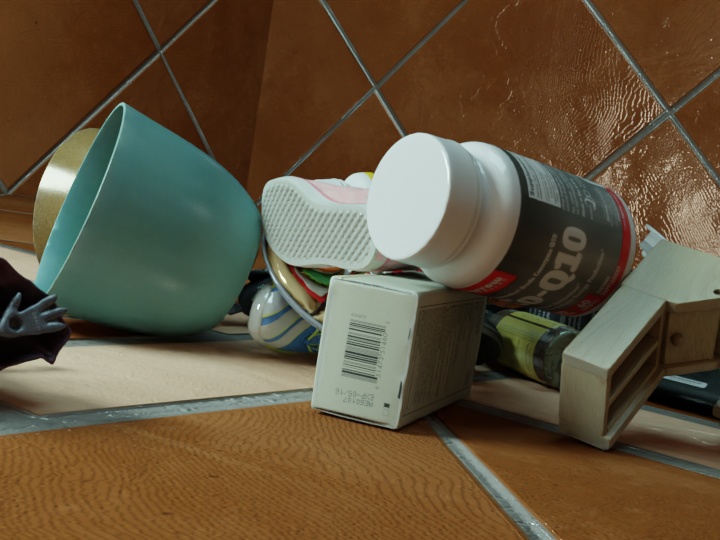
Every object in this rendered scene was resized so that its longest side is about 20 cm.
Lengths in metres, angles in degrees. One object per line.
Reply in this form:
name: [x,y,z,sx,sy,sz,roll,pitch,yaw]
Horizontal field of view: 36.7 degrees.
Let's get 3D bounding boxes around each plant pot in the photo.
plant pot: [-0.189,-0.031,1.012,0.161,0.201,0.201,24,-2,-22]
plant pot: [-0.215,-0.049,1.182,0.199,0.187,0.186,10,5,19]

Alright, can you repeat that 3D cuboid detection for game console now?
game console: [0.376,0.131,1.142,0.200,0.117,0.176,12,35,43]

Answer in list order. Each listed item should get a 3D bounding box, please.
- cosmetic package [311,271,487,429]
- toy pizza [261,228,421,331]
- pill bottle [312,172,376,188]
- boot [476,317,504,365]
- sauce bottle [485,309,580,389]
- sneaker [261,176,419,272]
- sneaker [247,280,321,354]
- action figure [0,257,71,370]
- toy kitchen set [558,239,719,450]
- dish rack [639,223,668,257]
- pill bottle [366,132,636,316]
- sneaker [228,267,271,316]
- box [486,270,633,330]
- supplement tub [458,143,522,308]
cosmetic package: [0.038,0.057,0.869,0.073,0.104,0.200,11,4,20]
toy pizza: [0.000,0.000,1.036,0.200,0.032,0.200,23,35,-17]
pill bottle: [0.038,-0.063,1.326,0.199,0.115,0.114,-2,8,-22]
boot: [0.102,0.001,1.179,0.181,0.073,0.200,12,48,28]
sauce bottle: [0.171,0.075,1.148,0.065,0.065,0.200,7,6,-20]
sneaker: [-0.003,-0.039,0.952,0.104,0.076,0.200,-4,13,-35]
sneaker: [-0.015,0.050,1.034,0.105,0.076,0.200,12,5,32]
action figure: [-0.282,0.040,0.714,0.200,0.134,0.149,-4,36,46]
toy kitchen set: [0.283,0.111,0.840,0.200,0.164,0.180,21,42,32]
dish rack: [0.393,0.039,1.204,0.200,0.044,0.172,37,12,-16]
pill bottle: [0.111,-0.034,0.849,0.200,0.114,0.114,13,1,-36]
sneaker: [-0.076,0.021,1.168,0.140,0.078,0.200,-14,-13,-16]
box: [0.255,0.048,1.316,0.196,0.118,0.200,4,7,-43]
supplement tub: [0.114,-0.044,1.045,0.122,0.123,0.200,7,16,-19]
